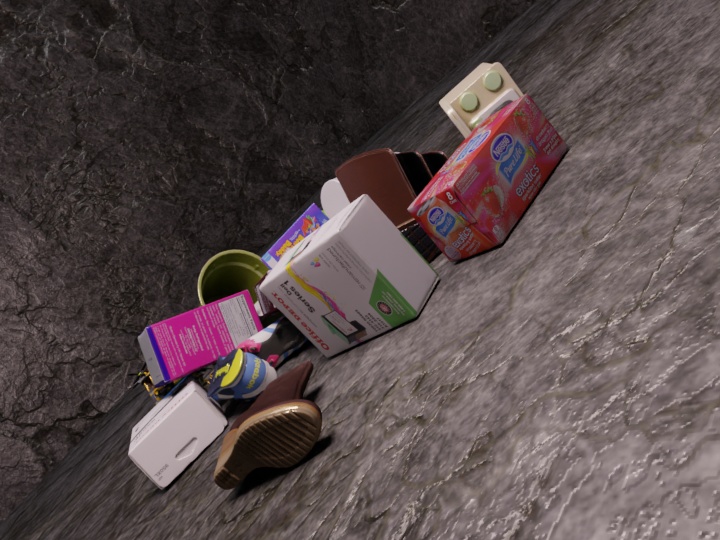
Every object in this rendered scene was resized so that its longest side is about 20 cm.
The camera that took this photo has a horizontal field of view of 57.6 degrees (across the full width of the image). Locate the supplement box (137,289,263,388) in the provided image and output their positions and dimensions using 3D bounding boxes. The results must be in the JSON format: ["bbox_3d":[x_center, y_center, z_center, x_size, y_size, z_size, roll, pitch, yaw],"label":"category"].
[{"bbox_3d":[-0.285,0.123,1.184,0.198,0.105,0.101,-20,-5,-31],"label":"supplement box"}]

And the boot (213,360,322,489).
[{"bbox_3d":[-0.092,0.158,0.777,0.199,0.072,0.167,-40,13,36],"label":"boot"}]

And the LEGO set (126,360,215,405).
[{"bbox_3d":[-0.357,0.187,1.313,0.154,0.116,0.199,-48,-22,17],"label":"LEGO set"}]

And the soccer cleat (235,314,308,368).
[{"bbox_3d":[-0.142,0.125,1.123,0.199,0.071,0.086,-33,-1,33],"label":"soccer cleat"}]

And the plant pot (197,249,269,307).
[{"bbox_3d":[-0.301,0.084,1.539,0.201,0.200,0.184,-51,3,-36],"label":"plant pot"}]

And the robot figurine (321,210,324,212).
[{"bbox_3d":[-0.084,-0.055,1.408,0.173,0.117,0.201,-24,18,21],"label":"robot figurine"}]

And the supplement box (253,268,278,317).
[{"bbox_3d":[-0.104,0.027,1.053,0.107,0.062,0.200,-17,-3,-16],"label":"supplement box"}]

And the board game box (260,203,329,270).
[{"bbox_3d":[-0.115,-0.058,1.219,0.135,0.045,0.200,-46,4,1],"label":"board game box"}]

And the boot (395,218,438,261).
[{"bbox_3d":[0.051,-0.031,0.968,0.199,0.075,0.097,-41,14,23],"label":"boot"}]

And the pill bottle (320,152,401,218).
[{"bbox_3d":[0.019,-0.159,1.293,0.198,0.114,0.112,-25,-3,-42],"label":"pill bottle"}]

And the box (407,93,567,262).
[{"bbox_3d":[0.164,-0.118,0.833,0.201,0.096,0.099,-50,14,-29],"label":"box"}]

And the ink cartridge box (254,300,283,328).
[{"bbox_3d":[-0.141,0.068,1.272,0.148,0.076,0.199,-48,14,-25],"label":"ink cartridge box"}]

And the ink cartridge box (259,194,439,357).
[{"bbox_3d":[-0.020,0.016,0.860,0.199,0.145,0.084,-31,18,47],"label":"ink cartridge box"}]

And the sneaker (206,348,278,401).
[{"bbox_3d":[-0.196,0.178,1.066,0.199,0.081,0.075,-22,52,62],"label":"sneaker"}]

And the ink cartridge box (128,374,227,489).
[{"bbox_3d":[-0.313,0.267,1.120,0.145,0.084,0.200,-45,11,-14],"label":"ink cartridge box"}]

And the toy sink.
[{"bbox_3d":[0.213,-0.254,1.070,0.112,0.131,0.200,-39,11,15],"label":"toy sink"}]

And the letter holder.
[{"bbox_3d":[0.060,-0.156,1.127,0.100,0.143,0.199,-38,15,-25],"label":"letter holder"}]
